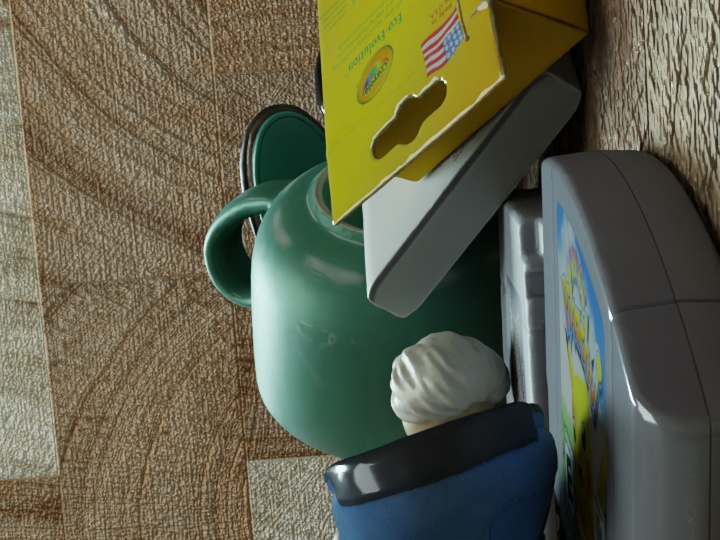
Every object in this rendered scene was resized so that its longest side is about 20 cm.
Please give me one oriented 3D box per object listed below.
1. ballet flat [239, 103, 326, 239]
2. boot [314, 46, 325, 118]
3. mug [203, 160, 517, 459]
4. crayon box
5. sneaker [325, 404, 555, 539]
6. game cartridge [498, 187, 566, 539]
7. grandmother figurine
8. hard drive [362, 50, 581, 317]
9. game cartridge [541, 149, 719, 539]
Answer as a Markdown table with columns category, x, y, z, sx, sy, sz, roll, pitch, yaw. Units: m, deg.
| category | x | y | z | sx | sy | sz | roll | pitch | yaw |
| --- | --- | --- | --- | --- | --- | --- | --- | --- | --- |
| ballet flat | -0.019 | -0.006 | 0.986 | 0.201 | 0.073 | 0.073 | 61 | -171 | -18 |
| boot | 0.030 | -0.040 | 0.984 | 0.202 | 0.072 | 0.144 | 69 | -169 | 15 |
| mug | 0.004 | 0.006 | 0.861 | 0.153 | 0.183 | 0.115 | -86 | -3 | -55 |
| crayon box | 0.032 | -0.128 | 0.703 | 0.127 | 0.050 | 0.202 | -38 | 47 | 49 |
| sneaker | 0.032 | 0.095 | 0.513 | 0.200 | 0.065 | 0.079 | 84 | 171 | -71 |
| game cartridge | 0.083 | 0.070 | 0.709 | 0.133 | 0.041 | 0.202 | -68 | -26 | -80 |
| grandmother figurine | 0.029 | 0.113 | 0.765 | 0.121 | 0.060 | 0.202 | -36 | -37 | -49 |
| hard drive | 0.042 | -0.087 | 0.787 | 0.132 | 0.027 | 0.201 | -53 | 23 | 28 |
| game cartridge | 0.080 | 0.042 | 0.491 | 0.200 | 0.040 | 0.135 | -94 | 3 | -69 |
